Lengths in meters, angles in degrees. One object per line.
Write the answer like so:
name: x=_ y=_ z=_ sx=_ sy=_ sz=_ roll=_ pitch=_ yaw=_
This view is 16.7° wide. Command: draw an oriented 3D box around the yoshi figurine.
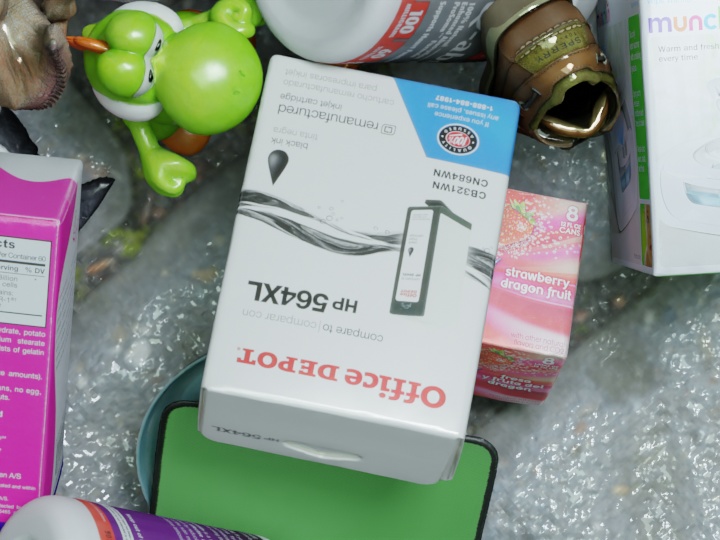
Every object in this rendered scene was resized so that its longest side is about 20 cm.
yoshi figurine: x=-0.095 y=-0.106 z=1.391 sx=0.111 sy=0.200 sz=0.113 roll=-20 pitch=89 yaw=5

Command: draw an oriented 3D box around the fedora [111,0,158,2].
fedora: x=-0.126 y=-0.206 z=1.411 sx=0.199 sy=0.177 sz=0.091 roll=0 pitch=107 yaw=-7

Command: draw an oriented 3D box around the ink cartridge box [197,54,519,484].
ink cartridge box: x=0.000 y=0.000 z=1.341 sx=0.145 sy=0.084 sz=0.201 roll=10 pitch=68 yaw=-1

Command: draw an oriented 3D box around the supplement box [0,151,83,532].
supplement box: x=-0.220 y=0.040 z=1.417 sx=0.103 sy=0.101 sz=0.201 roll=7 pitch=111 yaw=-2

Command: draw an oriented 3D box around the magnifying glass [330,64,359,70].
magnifying glass: x=0.022 y=-0.201 z=1.481 sx=0.079 sy=0.022 sz=0.201 roll=26 pitch=92 yaw=-2

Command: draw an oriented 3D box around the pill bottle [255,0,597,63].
pill bottle: x=0.043 y=-0.176 z=1.388 sx=0.115 sy=0.199 sz=0.117 roll=5 pitch=97 yaw=43

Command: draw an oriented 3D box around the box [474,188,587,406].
box: x=0.025 y=0.003 z=1.439 sx=0.199 sy=0.095 sz=0.103 roll=11 pitch=69 yaw=-1

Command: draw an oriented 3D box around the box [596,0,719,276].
box: x=0.196 y=-0.091 z=1.400 sx=0.096 sy=0.200 sz=0.178 roll=-4 pitch=93 yaw=-1

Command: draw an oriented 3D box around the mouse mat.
mouse mat: x=-0.026 y=0.148 z=1.455 sx=0.199 sy=0.008 sz=0.162 roll=8 pitch=127 yaw=-2

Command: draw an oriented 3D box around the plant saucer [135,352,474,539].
plant saucer: x=-0.032 y=0.109 z=1.446 sx=0.199 sy=0.027 sz=0.201 roll=2 pitch=127 yaw=3

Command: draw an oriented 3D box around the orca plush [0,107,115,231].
orca plush: x=-0.229 y=-0.108 z=1.457 sx=0.199 sy=0.105 sz=0.071 roll=32 pitch=60 yaw=1

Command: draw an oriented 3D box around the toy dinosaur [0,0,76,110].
toy dinosaur: x=-0.204 y=-0.121 z=1.328 sx=0.086 sy=0.199 sz=0.136 roll=-9 pitch=116 yaw=-43

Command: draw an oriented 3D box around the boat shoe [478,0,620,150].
boat shoe: x=0.110 y=-0.099 z=1.394 sx=0.072 sy=0.200 sz=0.068 roll=-33 pitch=74 yaw=5

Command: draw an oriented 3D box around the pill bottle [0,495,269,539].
pill bottle: x=-0.111 y=0.199 z=1.404 sx=0.199 sy=0.112 sz=0.113 roll=16 pitch=92 yaw=-34
